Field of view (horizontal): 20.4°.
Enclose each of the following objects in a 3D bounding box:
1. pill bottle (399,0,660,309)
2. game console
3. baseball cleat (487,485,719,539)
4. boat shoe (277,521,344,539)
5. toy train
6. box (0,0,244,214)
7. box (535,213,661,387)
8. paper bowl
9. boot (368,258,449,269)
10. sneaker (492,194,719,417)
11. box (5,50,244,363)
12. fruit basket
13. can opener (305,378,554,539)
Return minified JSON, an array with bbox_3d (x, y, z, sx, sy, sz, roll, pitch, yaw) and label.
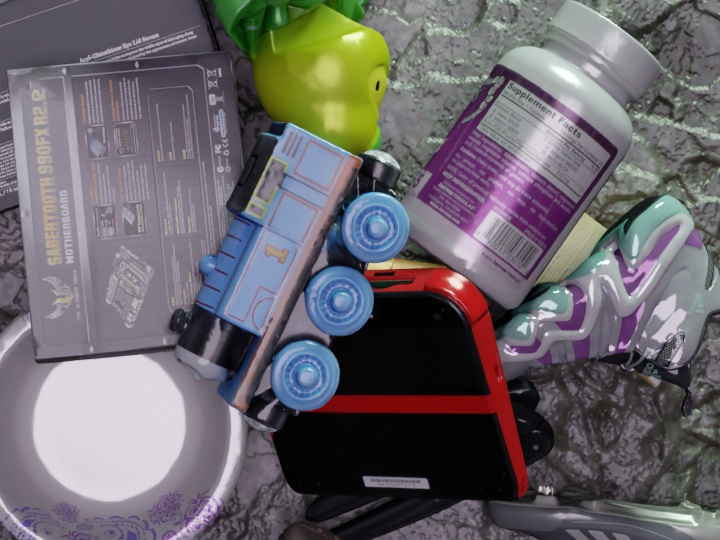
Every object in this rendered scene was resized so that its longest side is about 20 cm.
[{"bbox_3d":[0.119,-0.083,1.396,0.112,0.112,0.201,35,90,-4],"label":"pill bottle"},{"bbox_3d":[0.012,0.082,1.412,0.199,0.031,0.178,-1,119,31],"label":"game console"},{"bbox_3d":[0.189,0.216,1.489,0.198,0.070,0.108,6,93,-3],"label":"baseball cleat"},{"bbox_3d":[0.002,0.270,1.470,0.073,0.075,0.200,-41,105,7],"label":"boat shoe"},{"bbox_3d":[-0.048,0.003,1.316,0.114,0.087,0.201,26,90,-11],"label":"toy train"},{"bbox_3d":[-0.198,-0.137,1.443,0.198,0.079,0.142,-18,98,-1],"label":"box"},{"bbox_3d":[0.159,-0.003,1.484,0.199,0.050,0.076,36,90,-4],"label":"box"},{"bbox_3d":[-0.180,0.108,1.446,0.199,0.104,0.203,0,94,-2],"label":"paper bowl"},{"bbox_3d":[0.000,0.001,1.463,0.143,0.071,0.203,-7,105,3],"label":"boot"},{"bbox_3d":[0.183,0.056,1.425,0.199,0.078,0.140,-38,94,2],"label":"sneaker"},{"bbox_3d":[-0.155,-0.043,1.373,0.157,0.048,0.202,-6,86,-7],"label":"box"},{"bbox_3d":[-0.029,-0.176,1.386,0.155,0.216,0.216,-44,95,0],"label":"fruit basket"},{"bbox_3d":[0.053,0.153,1.482,0.199,0.079,0.064,-32,98,9],"label":"can opener"}]
